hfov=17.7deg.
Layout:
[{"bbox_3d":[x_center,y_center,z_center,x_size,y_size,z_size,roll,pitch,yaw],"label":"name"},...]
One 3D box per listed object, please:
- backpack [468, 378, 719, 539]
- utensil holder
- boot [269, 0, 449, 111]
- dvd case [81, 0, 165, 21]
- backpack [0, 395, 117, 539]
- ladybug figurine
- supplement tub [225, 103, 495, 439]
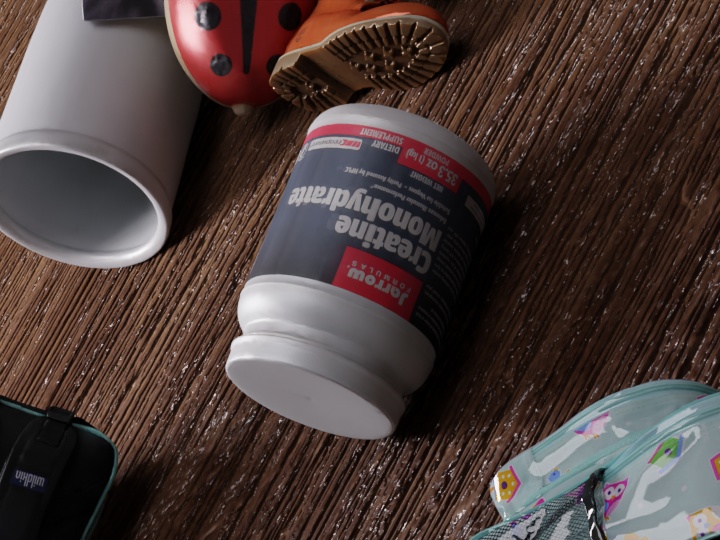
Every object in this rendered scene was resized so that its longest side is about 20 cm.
[{"bbox_3d":[0.171,0.145,1.172,0.200,0.176,0.153,-31,43,30],"label":"backpack"},{"bbox_3d":[-0.225,-0.131,2.009,0.170,0.170,0.200,-24,41,43],"label":"utensil holder"},{"bbox_3d":[0.010,-0.197,1.829,0.200,0.075,0.107,-7,51,54],"label":"boot"},{"bbox_3d":[-0.140,-0.291,1.955,0.016,0.200,0.149,-115,22,-78],"label":"dvd case"},{"bbox_3d":[-0.300,0.204,1.781,0.153,0.176,0.200,140,148,-62],"label":"backpack"},{"bbox_3d":[-0.094,-0.228,1.917,0.072,0.136,0.200,-146,54,-81],"label":"ladybug figurine"},{"bbox_3d":[0.000,0.000,1.585,0.140,0.140,0.200,-7,56,52],"label":"supplement tub"}]
